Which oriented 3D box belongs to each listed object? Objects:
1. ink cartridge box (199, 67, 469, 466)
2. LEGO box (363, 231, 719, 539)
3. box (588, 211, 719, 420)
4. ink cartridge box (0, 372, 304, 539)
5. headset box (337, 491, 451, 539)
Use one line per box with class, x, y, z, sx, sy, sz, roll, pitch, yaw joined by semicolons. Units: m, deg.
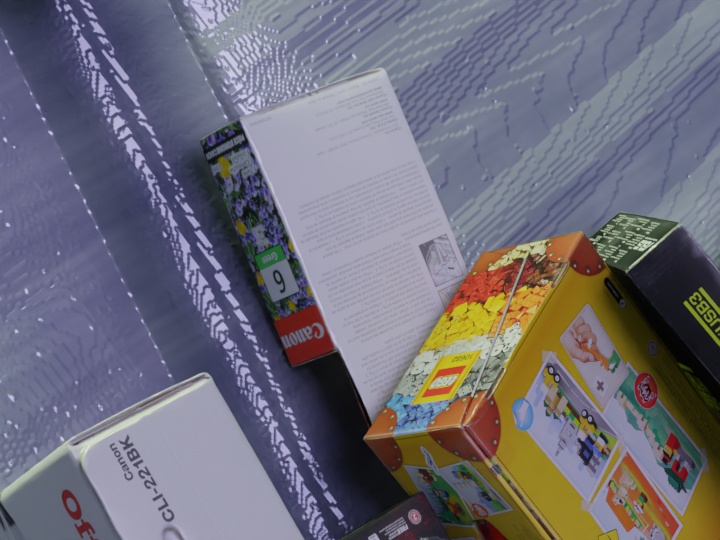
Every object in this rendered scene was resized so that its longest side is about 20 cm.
ink cartridge box;0.000;0.000;1.234;0.108;0.050;0.201;-22;90;-38
LEGO box;0.115;0.105;1.212;0.200;0.077;0.149;52;52;-22
box;0.208;0.054;1.264;0.047;0.200;0.193;-43;95;1
ink cartridge box;-0.105;0.152;1.007;0.083;0.200;0.145;-28;85;-37
headset box;0.014;0.237;1.123;0.148;0.077;0.201;-26;82;-37
